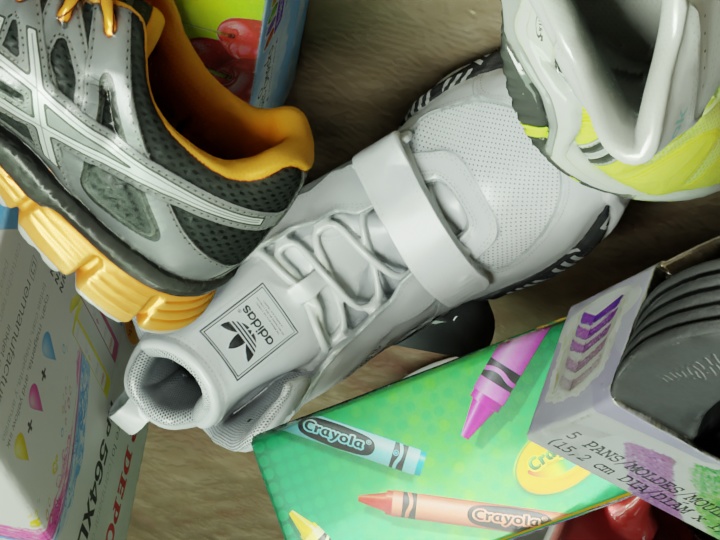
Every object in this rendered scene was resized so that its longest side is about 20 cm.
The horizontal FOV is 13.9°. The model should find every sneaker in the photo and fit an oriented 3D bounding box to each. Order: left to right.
[{"bbox_3d":[-0.096,-0.070,0.858,0.077,0.078,0.200,-36,116,28],"label":"sneaker"},{"bbox_3d":[0.000,0.000,0.966,0.200,0.115,0.075,-30,95,45],"label":"sneaker"},{"bbox_3d":[0.048,-0.120,0.703,0.075,0.089,0.200,-13,116,25],"label":"sneaker"},{"bbox_3d":[0.081,-0.081,0.830,0.076,0.076,0.200,8,153,29],"label":"sneaker"}]

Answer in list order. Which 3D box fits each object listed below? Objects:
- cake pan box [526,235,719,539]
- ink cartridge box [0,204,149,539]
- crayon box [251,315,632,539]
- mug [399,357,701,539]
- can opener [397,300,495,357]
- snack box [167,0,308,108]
[{"bbox_3d":[0.166,0.046,0.782,0.200,0.052,0.184,29,154,-18],"label":"cake pan box"},{"bbox_3d":[-0.148,0.028,0.994,0.125,0.129,0.200,3,152,14],"label":"ink cartridge box"},{"bbox_3d":[0.053,0.057,0.984,0.119,0.058,0.200,-21,174,14],"label":"crayon box"},{"bbox_3d":[0.100,0.140,1.188,0.177,0.134,0.200,0,150,43],"label":"mug"},{"bbox_3d":[-0.043,-0.012,1.089,0.200,0.053,0.067,13,153,18],"label":"can opener"},{"bbox_3d":[-0.115,-0.111,0.938,0.200,0.068,0.169,22,154,4],"label":"snack box"}]
